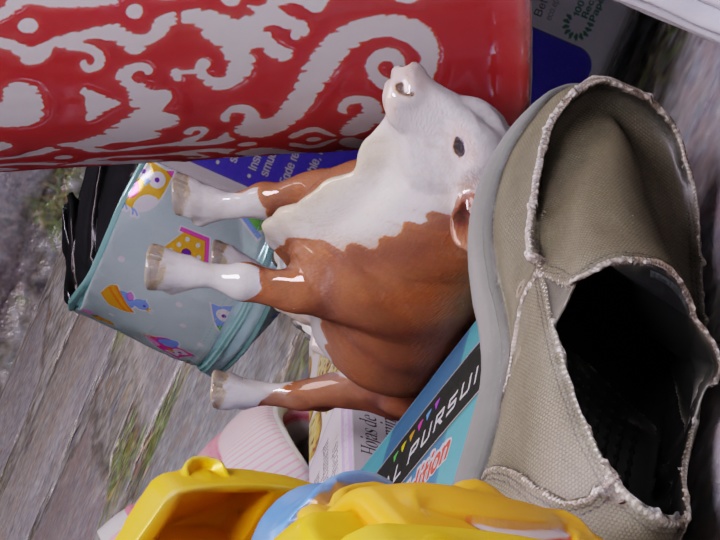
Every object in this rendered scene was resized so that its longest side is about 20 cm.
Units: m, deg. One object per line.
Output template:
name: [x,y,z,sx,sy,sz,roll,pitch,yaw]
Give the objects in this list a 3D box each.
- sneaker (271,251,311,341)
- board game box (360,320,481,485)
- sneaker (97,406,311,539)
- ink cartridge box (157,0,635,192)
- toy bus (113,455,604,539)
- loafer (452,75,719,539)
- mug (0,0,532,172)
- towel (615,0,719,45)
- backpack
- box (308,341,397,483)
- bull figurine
sneaker: [0.024,-0.044,1.087,0.090,0.078,0.201,-50,20,48]
board game box: [0.024,0.117,0.834,0.151,0.047,0.201,125,163,-48]
sneaker: [-0.043,0.110,1.143,0.104,0.075,0.200,-37,-12,-5]
ink cartridge box: [0.002,-0.114,1.005,0.043,0.199,0.199,-4,-62,-84]
toy bus: [-0.019,0.114,0.672,0.201,0.135,0.192,-62,34,20]
loafer: [0.073,0.017,0.765,0.070,0.075,0.201,-41,30,40]
mug: [-0.054,-0.117,0.900,0.133,0.198,0.179,-112,15,-74]
towel: [0.113,-0.149,0.671,0.024,0.146,0.201,34,-101,-90]
backpack: [-0.047,-0.049,1.237,0.201,0.153,0.176,-60,7,-14]
box: [0.004,0.057,1.074,0.200,0.038,0.042,-92,25,-65]
bull figurine: [0.000,0.000,0.903,0.200,0.120,0.066,75,-160,-63]
